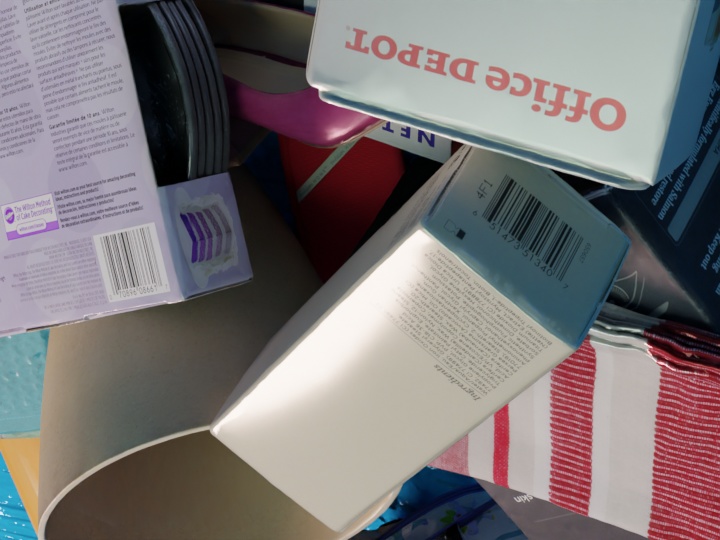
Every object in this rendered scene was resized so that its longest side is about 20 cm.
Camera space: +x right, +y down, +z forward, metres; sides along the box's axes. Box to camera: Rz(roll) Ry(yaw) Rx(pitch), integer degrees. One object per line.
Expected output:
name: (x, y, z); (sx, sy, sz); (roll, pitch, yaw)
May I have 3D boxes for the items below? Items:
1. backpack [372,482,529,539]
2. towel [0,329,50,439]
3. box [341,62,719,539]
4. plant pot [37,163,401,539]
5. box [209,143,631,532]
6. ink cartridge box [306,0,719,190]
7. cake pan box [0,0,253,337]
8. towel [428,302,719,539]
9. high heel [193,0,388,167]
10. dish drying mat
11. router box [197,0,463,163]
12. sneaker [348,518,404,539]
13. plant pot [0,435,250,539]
backpack: (0.090, 0.209, 1.071); (0.184, 0.199, 0.147); (60, 180, -34)
towel: (-0.235, 0.003, 1.013); (0.145, 0.022, 0.202); (-4, 113, 10)
box: (0.124, 0.024, 0.891); (0.196, 0.118, 0.200); (-21, 117, 47)
plant pot: (-0.089, 0.035, 0.981); (0.185, 0.202, 0.188); (-11, 150, -6)
box: (0.020, 0.030, 0.782); (0.082, 0.069, 0.200); (39, 140, -7)
ink cartridge box: (0.073, -0.149, 0.692); (0.144, 0.083, 0.202); (18, 109, 18)
cake pan box: (-0.145, -0.068, 0.876); (0.199, 0.052, 0.186); (-12, 94, 44)
towel: (0.104, 0.068, 0.840); (0.198, 0.023, 0.145); (17, 141, 21)
high heel: (-0.037, -0.104, 0.831); (0.199, 0.068, 0.096); (-16, 119, 43)
dish drying mat: (0.000, 0.000, 1.009); (0.076, 0.018, 0.202); (8, 125, 26)
router box: (-0.033, -0.157, 0.864); (0.198, 0.049, 0.180); (20, 141, 18)
sneaker: (-0.018, 0.206, 1.135); (0.080, 0.199, 0.084); (-33, 71, 51)
plant pot: (-0.132, 0.104, 1.126); (0.184, 0.200, 0.200); (55, 140, -3)
